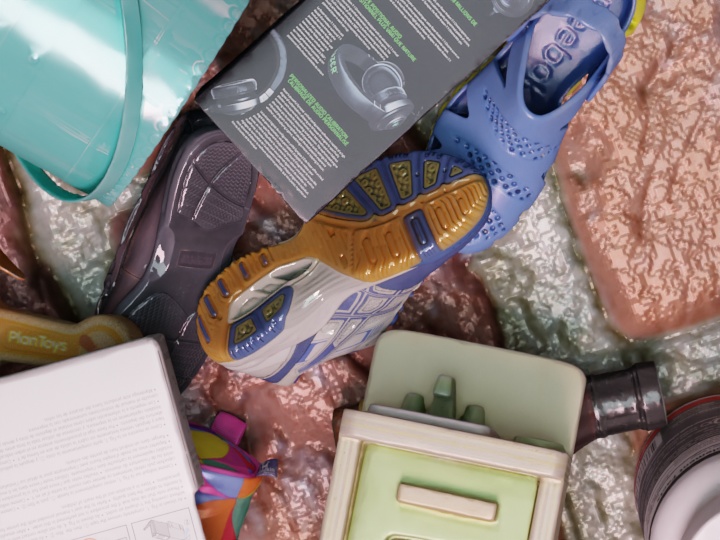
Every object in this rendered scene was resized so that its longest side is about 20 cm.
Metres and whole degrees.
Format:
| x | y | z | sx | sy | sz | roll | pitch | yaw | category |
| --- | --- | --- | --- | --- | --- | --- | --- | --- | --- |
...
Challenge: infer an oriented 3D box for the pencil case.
| x | y | z | sx | sy | sz | roll | pitch | yaw | category |
| --- | --- | --- | --- | --- | --- | --- | --- | --- | --- |
| -0.121 | 0.188 | 1.362 | 0.088 | 0.088 | 0.201 | 21 | 102 | -1 | pencil case |

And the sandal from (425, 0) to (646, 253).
| x | y | z | sx | sy | sz | roll | pitch | yaw | category |
| --- | --- | --- | --- | --- | --- | --- | --- | --- | --- |
| 0.096 | -0.098 | 1.296 | 0.079 | 0.087 | 0.201 | 28 | 103 | -3 | sandal |

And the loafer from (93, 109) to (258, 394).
| x | y | z | sx | sy | sz | roll | pitch | yaw | category |
| --- | --- | --- | --- | --- | --- | --- | --- | --- | --- |
| -0.117 | -0.002 | 1.347 | 0.071 | 0.063 | 0.201 | 13 | 108 | -30 | loafer |

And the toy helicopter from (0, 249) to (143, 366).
| x | y | z | sx | sy | sz | roll | pitch | yaw | category |
| --- | --- | --- | --- | --- | --- | --- | --- | --- | --- |
| -0.219 | 0.027 | 1.325 | 0.199 | 0.079 | 0.133 | 9 | 88 | 17 | toy helicopter |

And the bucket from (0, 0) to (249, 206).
| x | y | z | sx | sy | sz | roll | pitch | yaw | category |
| --- | --- | --- | --- | --- | --- | --- | --- | --- | --- |
| -0.150 | -0.144 | 1.247 | 0.134 | 0.207 | 0.208 | 33 | 101 | -8 | bucket |

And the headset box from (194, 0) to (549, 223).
| x | y | z | sx | sy | sz | roll | pitch | yaw | category |
| --- | --- | --- | --- | --- | --- | --- | --- | --- | --- |
| 0.013 | -0.134 | 1.242 | 0.200 | 0.174 | 0.093 | -42 | 96 | 5 | headset box |

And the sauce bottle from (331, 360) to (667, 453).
| x | y | z | sx | sy | sz | roll | pitch | yaw | category |
| --- | --- | --- | --- | --- | --- | --- | --- | --- | --- |
| 0.084 | 0.092 | 1.343 | 0.199 | 0.066 | 0.066 | -14 | 100 | 6 | sauce bottle |

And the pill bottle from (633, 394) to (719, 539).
| x | y | z | sx | sy | sz | roll | pitch | yaw | category |
| --- | --- | --- | --- | --- | --- | --- | --- | --- | --- |
| 0.220 | 0.149 | 1.277 | 0.115 | 0.200 | 0.117 | 1 | 101 | 3 | pill bottle |

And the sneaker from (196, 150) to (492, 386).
| x | y | z | sx | sy | sz | roll | pitch | yaw | category |
| --- | --- | --- | --- | --- | --- | --- | --- | --- | --- |
| 0.000 | 0.000 | 1.318 | 0.199 | 0.088 | 0.076 | -29 | 56 | 20 | sneaker |

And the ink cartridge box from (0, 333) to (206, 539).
| x | y | z | sx | sy | sz | roll | pitch | yaw | category |
| --- | --- | --- | --- | --- | --- | --- | --- | --- | --- |
| -0.186 | 0.147 | 1.269 | 0.199 | 0.045 | 0.177 | -15 | 90 | 3 | ink cartridge box |

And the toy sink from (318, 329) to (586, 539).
| x | y | z | sx | sy | sz | roll | pitch | yaw | category |
| --- | --- | --- | --- | --- | --- | --- | --- | --- | --- |
| 0.049 | 0.136 | 1.253 | 0.129 | 0.112 | 0.201 | 11 | 84 | 7 | toy sink |
